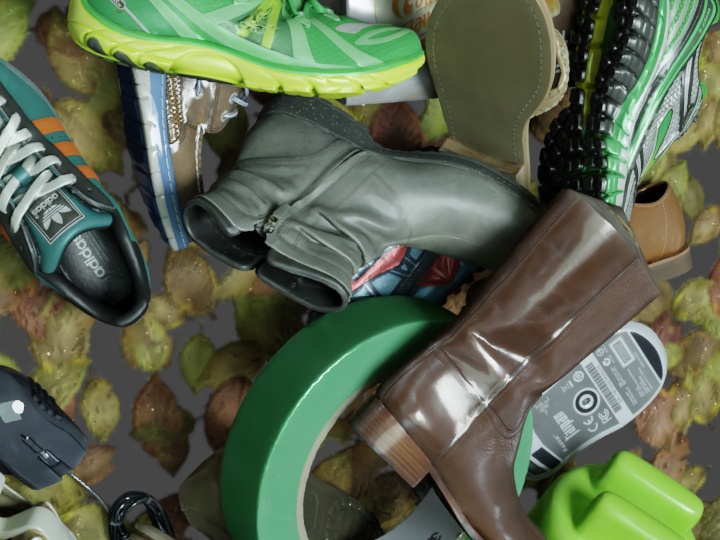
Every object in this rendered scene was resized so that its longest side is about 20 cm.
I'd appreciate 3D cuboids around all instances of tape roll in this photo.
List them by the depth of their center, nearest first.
[{"bbox_3d":[0.013,0.117,0.972,0.199,0.048,0.202,-14,115,-31],"label":"tape roll"}]

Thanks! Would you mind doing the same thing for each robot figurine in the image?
[{"bbox_3d":[0.149,0.211,1.077,0.115,0.176,0.200,31,129,1],"label":"robot figurine"}]

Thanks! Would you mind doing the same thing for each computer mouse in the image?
[{"bbox_3d":[-0.177,0.133,0.995,0.059,0.034,0.200,-44,117,-5],"label":"computer mouse"},{"bbox_3d":[0.123,0.105,1.104,0.199,0.044,0.110,-35,111,-2],"label":"computer mouse"}]

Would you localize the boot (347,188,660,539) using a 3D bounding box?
[{"bbox_3d":[0.116,0.067,0.937,0.200,0.064,0.186,-47,125,-1],"label":"boot"}]

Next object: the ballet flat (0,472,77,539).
[{"bbox_3d":[-0.221,0.152,0.959,0.062,0.068,0.200,-33,121,30],"label":"ballet flat"}]

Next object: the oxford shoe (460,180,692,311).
[{"bbox_3d":[0.138,-0.013,1.048,0.199,0.071,0.072,-21,109,-38],"label":"oxford shoe"}]

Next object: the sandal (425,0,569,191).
[{"bbox_3d":[0.086,-0.115,0.919,0.070,0.077,0.212,-54,160,-30],"label":"sandal"}]

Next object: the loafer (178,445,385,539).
[{"bbox_3d":[-0.045,0.172,1.042,0.200,0.067,0.076,52,39,-37],"label":"loafer"}]

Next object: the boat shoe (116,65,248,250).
[{"bbox_3d":[-0.102,-0.111,0.929,0.072,0.072,0.201,-12,110,-16],"label":"boat shoe"}]

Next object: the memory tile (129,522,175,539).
[{"bbox_3d":[-0.047,0.212,0.972,0.153,0.199,0.017,42,75,-37],"label":"memory tile"}]

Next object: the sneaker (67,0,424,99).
[{"bbox_3d":[-0.056,-0.140,0.866,0.199,0.074,0.084,8,96,-16],"label":"sneaker"}]

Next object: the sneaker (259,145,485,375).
[{"bbox_3d":[0.000,0.000,1.014,0.200,0.079,0.096,-43,103,-12],"label":"sneaker"}]

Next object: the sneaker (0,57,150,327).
[{"bbox_3d":[-0.182,-0.048,0.911,0.071,0.080,0.200,-41,116,-6],"label":"sneaker"}]

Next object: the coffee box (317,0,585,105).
[{"bbox_3d":[0.070,-0.170,0.976,0.199,0.080,0.115,-6,110,-20],"label":"coffee box"}]

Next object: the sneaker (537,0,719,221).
[{"bbox_3d":[0.167,-0.084,0.960,0.085,0.078,0.201,3,115,-25],"label":"sneaker"}]

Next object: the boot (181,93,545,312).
[{"bbox_3d":[0.005,-0.017,0.915,0.199,0.131,0.068,23,135,3],"label":"boot"}]
